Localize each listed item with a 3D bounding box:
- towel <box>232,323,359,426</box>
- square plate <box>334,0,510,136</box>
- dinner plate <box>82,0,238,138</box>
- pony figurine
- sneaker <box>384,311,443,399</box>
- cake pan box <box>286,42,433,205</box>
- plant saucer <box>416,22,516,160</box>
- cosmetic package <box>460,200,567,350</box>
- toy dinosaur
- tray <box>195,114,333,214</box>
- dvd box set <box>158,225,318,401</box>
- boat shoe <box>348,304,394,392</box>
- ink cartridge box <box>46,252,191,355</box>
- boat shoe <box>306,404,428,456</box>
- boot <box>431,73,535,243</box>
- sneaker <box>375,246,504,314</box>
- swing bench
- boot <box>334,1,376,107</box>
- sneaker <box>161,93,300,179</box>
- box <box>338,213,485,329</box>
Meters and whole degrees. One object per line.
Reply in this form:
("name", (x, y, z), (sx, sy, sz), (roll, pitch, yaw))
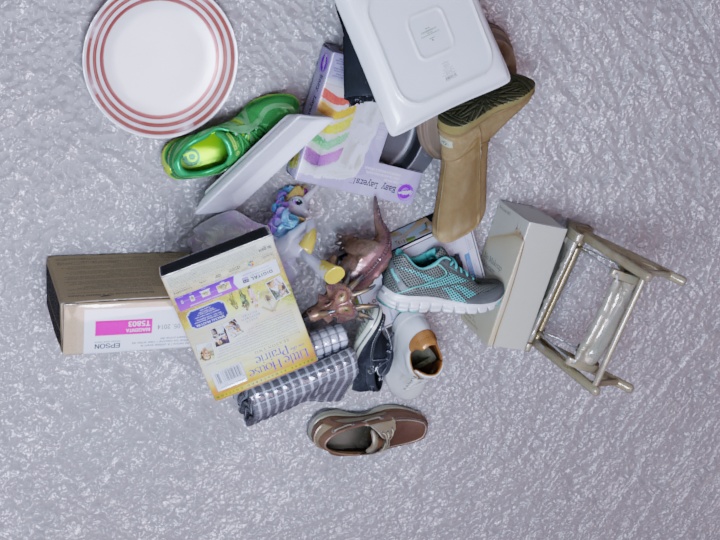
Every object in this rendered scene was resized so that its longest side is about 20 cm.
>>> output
("towel", (-0.094, 0.155, 1.584), (0.164, 0.200, 0.086), (-22, 78, -14))
("square plate", (0.085, -0.299, 1.432), (0.199, 0.028, 0.200), (-27, 99, -22))
("dinner plate", (-0.253, -0.268, 1.431), (0.198, 0.024, 0.202), (-9, 116, -19))
("pony figurine", (-0.117, -0.018, 1.519), (0.193, 0.201, 0.166), (-37, 125, 13))
("sneaker", (0.082, 0.149, 1.686), (0.072, 0.085, 0.201), (-23, 144, -16))
("cake pan box", (0.014, -0.196, 1.559), (0.198, 0.052, 0.186), (12, 109, -27))
("plant saucer", (0.153, -0.242, 1.559), (0.199, 0.029, 0.201), (-33, 140, -34))
("cosmetic package", (0.230, 0.008, 1.707), (0.072, 0.104, 0.202), (8, 108, -25))
("toy dinosaur", (0.000, 0.000, 1.527), (0.085, 0.135, 0.201), (33, 85, -12))
("tray", (-0.130, -0.144, 1.475), (0.200, 0.107, 0.022), (-40, 81, 21))
("dvd box set", (-0.149, 0.056, 1.411), (0.145, 0.029, 0.201), (-22, 122, -4))
("boat shoe", (0.019, 0.114, 1.610), (0.062, 0.075, 0.201), (17, 145, 4))
("ink cartridge box", (-0.299, 0.039, 1.464), (0.198, 0.165, 0.076), (-2, 113, -21))
("boat shoe", (0.017, 0.257, 1.744), (0.198, 0.072, 0.076), (-2, 113, -22))
("boot", (0.165, -0.158, 1.568), (0.174, 0.066, 0.201), (-29, 139, -24))
("sneaker", (0.122, 0.011, 1.612), (0.198, 0.078, 0.092), (1, 108, -25))
("swing bench", (0.347, 0.054, 1.710), (0.129, 0.199, 0.200), (5, 112, -50))
("boot", (0.057, -0.303, 1.477), (0.198, 0.076, 0.170), (-11, 95, -26))
("sneaker", (-0.162, -0.166, 1.476), (0.199, 0.084, 0.075), (-28, 112, -10))
("box", (0.076, -0.001, 1.663), (0.199, 0.060, 0.117), (-24, 119, -11))
